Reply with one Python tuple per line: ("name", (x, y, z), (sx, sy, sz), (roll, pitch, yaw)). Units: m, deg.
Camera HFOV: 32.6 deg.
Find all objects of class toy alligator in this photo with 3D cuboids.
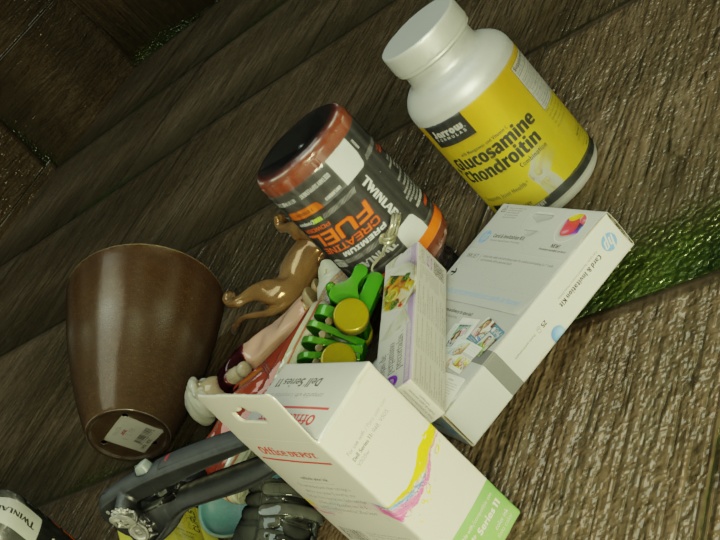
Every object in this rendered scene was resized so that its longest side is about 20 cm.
("toy alligator", (-0.015, 0.037, 1.040), (0.059, 0.054, 0.201), (80, -156, -69))

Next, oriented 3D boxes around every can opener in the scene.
("can opener", (-0.136, 0.162, 0.962), (0.200, 0.063, 0.079), (-32, 23, 41))

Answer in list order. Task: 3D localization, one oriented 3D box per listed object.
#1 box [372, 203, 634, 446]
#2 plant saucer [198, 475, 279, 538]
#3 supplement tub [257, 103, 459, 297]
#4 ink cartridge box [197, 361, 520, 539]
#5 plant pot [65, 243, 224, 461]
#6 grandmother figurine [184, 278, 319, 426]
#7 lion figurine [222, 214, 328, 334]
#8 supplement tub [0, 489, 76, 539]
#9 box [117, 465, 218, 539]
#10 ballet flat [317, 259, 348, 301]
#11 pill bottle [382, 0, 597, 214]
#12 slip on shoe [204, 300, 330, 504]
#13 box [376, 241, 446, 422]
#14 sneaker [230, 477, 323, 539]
("box", (0.102, 0.035, 0.972), (0.200, 0.041, 0.156), (-51, 22, -12))
("plant saucer", (-0.060, 0.162, 1.088), (0.200, 0.036, 0.200), (-38, 22, 18))
("supplement tub", (0.007, -0.050, 1.124), (0.107, 0.200, 0.107), (-38, 21, 18))
("ink cartridge box", (-0.002, 0.123, 0.823), (0.117, 0.200, 0.067), (-8, 41, 57))
("plant pot", (-0.250, 0.106, 1.384), (0.187, 0.187, 0.201), (-33, 38, 27))
("grandmother figurine", (-0.110, 0.093, 1.287), (0.200, 0.061, 0.121), (-41, -6, 19))
("lion figurine", (-0.070, -0.006, 1.392), (0.122, 0.072, 0.201), (14, 75, 51))
("supplement tub", (-0.303, 0.279, 1.090), (0.122, 0.200, 0.123), (-37, 23, 18))
("box", (-0.167, 0.239, 1.078), (0.050, 0.075, 0.200), (-62, 20, 4))
("ballet flat", (0.000, 0.000, 1.222), (0.067, 0.068, 0.200), (29, 61, 22))
("pill bottle", (0.113, -0.143, 1.101), (0.112, 0.200, 0.112), (-38, 22, 18))
("slip on shoe", (-0.079, 0.106, 1.064), (0.061, 0.074, 0.201), (18, 63, 28))
("box", (0.040, 0.048, 0.950), (0.039, 0.041, 0.200), (-38, 22, 23))
("sneaker", (-0.052, 0.207, 0.904), (0.200, 0.070, 0.100), (7, 80, 68))
